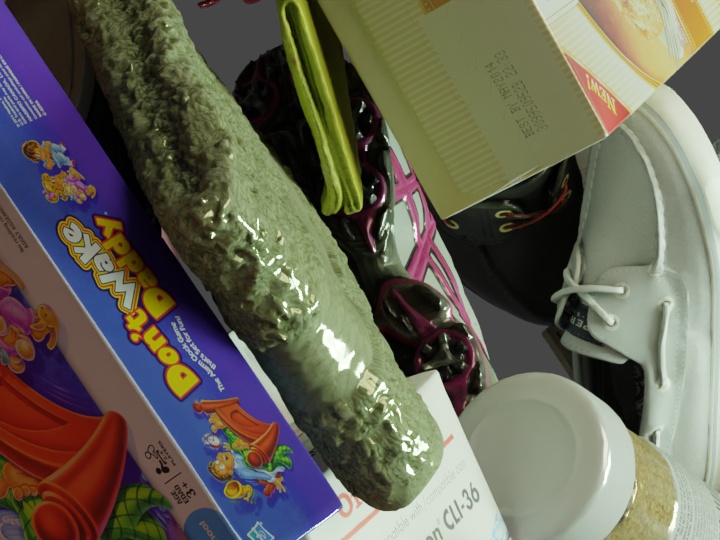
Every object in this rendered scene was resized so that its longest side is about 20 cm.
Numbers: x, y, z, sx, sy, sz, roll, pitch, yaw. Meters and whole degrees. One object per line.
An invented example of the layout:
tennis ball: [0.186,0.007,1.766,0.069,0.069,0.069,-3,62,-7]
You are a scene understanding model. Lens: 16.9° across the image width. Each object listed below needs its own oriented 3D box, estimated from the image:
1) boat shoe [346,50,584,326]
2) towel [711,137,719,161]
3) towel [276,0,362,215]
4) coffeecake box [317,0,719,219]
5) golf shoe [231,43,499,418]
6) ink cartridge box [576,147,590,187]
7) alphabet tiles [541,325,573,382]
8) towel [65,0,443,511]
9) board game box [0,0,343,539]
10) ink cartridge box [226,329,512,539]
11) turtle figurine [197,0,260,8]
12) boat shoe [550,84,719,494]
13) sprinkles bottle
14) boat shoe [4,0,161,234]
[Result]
boat shoe: [0.055,-0.043,1.032,0.063,0.074,0.201,47,-11,52]
towel: [0.209,0.017,1.123,0.200,0.086,0.166,-47,116,-78]
towel: [-0.023,-0.099,0.907,0.200,0.018,0.086,-98,171,-63]
coffeecake box: [0.053,-0.125,0.904,0.154,0.073,0.200,60,27,-6]
golf shoe: [0.000,0.000,0.985,0.092,0.073,0.200,52,15,-65]
ink cartridge box: [0.070,-0.110,1.107,0.200,0.067,0.117,54,27,-39]
alphabet tiles: [0.162,0.097,1.145,0.200,0.006,0.166,56,32,3]
towel: [-0.037,-0.020,0.792,0.148,0.036,0.200,56,4,-32]
board game box: [-0.113,0.024,0.741,0.200,0.134,0.045,55,41,2]
ink cartridge box: [0.001,0.114,0.830,0.116,0.067,0.200,-38,105,-57]
turtle figurine: [-0.043,-0.197,1.038,0.101,0.150,0.200,-26,81,-42]
boat shoe: [0.115,0.020,1.032,0.069,0.200,0.072,-22,33,-29]
sprinkles bottle: [0.104,0.101,0.955,0.200,0.068,0.068,36,34,-55]
boat shoe: [-0.098,-0.018,0.858,0.066,0.075,0.199,26,42,-40]
